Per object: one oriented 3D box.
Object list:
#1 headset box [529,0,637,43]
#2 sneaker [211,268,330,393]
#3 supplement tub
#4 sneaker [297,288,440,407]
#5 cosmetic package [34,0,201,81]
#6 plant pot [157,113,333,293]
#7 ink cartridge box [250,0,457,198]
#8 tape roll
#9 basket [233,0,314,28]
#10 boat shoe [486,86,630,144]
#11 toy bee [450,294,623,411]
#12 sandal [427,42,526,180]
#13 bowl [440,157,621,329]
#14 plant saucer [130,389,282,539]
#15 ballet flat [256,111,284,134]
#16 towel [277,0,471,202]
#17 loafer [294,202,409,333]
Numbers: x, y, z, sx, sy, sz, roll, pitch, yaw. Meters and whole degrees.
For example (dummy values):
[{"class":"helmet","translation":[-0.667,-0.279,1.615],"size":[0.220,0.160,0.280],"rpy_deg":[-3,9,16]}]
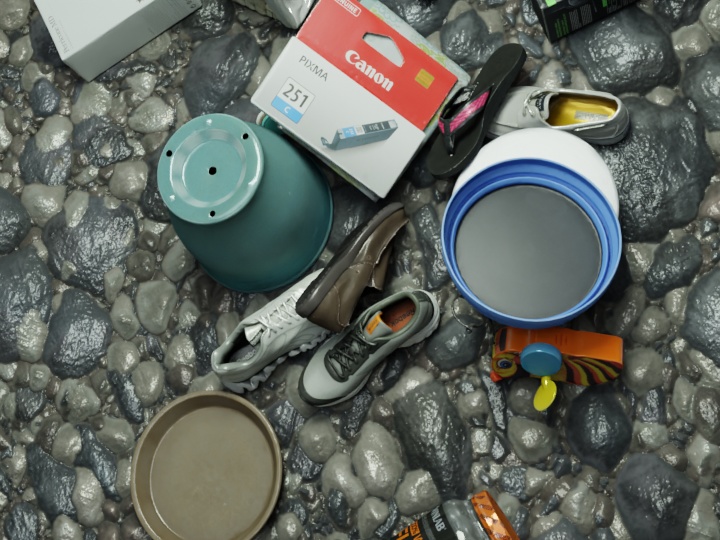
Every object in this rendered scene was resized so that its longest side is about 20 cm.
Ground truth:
[{"class":"headset box","translation":[0.272,-0.405,1.459],"size":[0.197,0.093,0.176],"rpy_deg":[-24,69,9]},{"class":"sneaker","translation":[-0.098,0.069,1.439],"size":[0.199,0.081,0.075],"rpy_deg":[-41,67,0]},{"class":"supplement tub","translation":[0.081,0.334,1.292],"size":[0.199,0.123,0.123],"rpy_deg":[-35,69,3]},{"class":"sneaker","translation":[0.003,0.085,1.407],"size":[0.199,0.079,0.074],"rpy_deg":[-39,70,4]},{"class":"cosmetic package","translation":[-0.332,-0.366,1.624],"size":[0.198,0.081,0.114],"rpy_deg":[-33,71,4]},{"class":"plant pot","translation":[-0.153,-0.093,1.441],"size":[0.197,0.188,0.204],"rpy_deg":[-4,74,15]},{"class":"ink cartridge box","translation":[-0.004,-0.217,1.420],"size":[0.199,0.045,0.177],"rpy_deg":[34,91,-8]},{"class":"tape roll","translation":[0.206,-0.062,1.397],"size":[0.197,0.066,0.204],"rpy_deg":[-4,73,14]},{"class":"basket","translation":[-0.109,-0.445,1.556],"size":[0.122,0.136,0.202],"rpy_deg":[21,81,22]},{"class":"boat shoe","translation":[0.222,-0.193,1.424],"size":[0.197,0.070,0.072],"rpy_deg":[10,77,22]},{"class":"toy bee","translation":[0.194,0.089,1.353],"size":[0.198,0.109,0.131],"rpy_deg":[32,53,9]},{"class":"sandal","translation":[0.131,-0.200,1.429],"size":[0.075,0.045,0.202],"rpy_deg":[15,71,51]},{"class":"bowl","translation":[0.187,-0.029,1.312],"size":[0.197,0.040,0.204],"rpy_deg":[-1,64,1]},{"class":"plant saucer","translation":[-0.185,0.248,1.441],"size":[0.197,0.029,0.204],"rpy_deg":[-4,73,14]},{"class":"ballet flat","translation":[-0.048,-0.239,1.523],"size":[0.198,0.070,0.070],"rpy_deg":[-26,69,0]},{"class":"towel","translation":[0.014,-0.211,1.468],"size":[0.170,0.048,0.201],"rpy_deg":[37,90,-9]},{"class":"loafer","translation":[0.000,0.000,1.421],"size":[0.071,0.073,0.201],"rpy_deg":[44,62,-9]}]
